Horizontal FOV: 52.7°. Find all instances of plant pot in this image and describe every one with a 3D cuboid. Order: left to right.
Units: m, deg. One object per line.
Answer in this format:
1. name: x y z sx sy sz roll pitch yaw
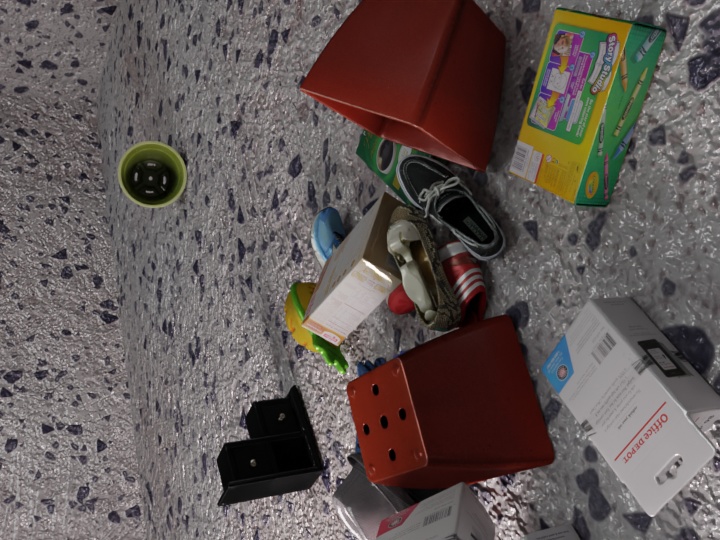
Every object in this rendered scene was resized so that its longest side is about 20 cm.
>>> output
1. plant pot: -0.651 -0.292 2.269 0.190 0.200 0.200 -171 82 -72
2. plant pot: 0.079 -0.264 0.957 0.200 0.200 0.177 27 96 34
3. plant pot: 0.099 0.188 0.961 0.200 0.176 0.200 -36 63 49

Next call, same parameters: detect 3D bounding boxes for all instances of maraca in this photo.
1. maraca: -0.075 0.102 1.332 0.107 0.137 0.200 -37 51 13

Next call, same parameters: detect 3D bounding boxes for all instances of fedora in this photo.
1. fedora: 0.029 0.367 1.082 0.177 0.090 0.200 21 149 55

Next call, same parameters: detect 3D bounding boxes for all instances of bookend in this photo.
1. bookend: -0.205 0.351 1.477 0.092 0.198 0.200 -60 41 44

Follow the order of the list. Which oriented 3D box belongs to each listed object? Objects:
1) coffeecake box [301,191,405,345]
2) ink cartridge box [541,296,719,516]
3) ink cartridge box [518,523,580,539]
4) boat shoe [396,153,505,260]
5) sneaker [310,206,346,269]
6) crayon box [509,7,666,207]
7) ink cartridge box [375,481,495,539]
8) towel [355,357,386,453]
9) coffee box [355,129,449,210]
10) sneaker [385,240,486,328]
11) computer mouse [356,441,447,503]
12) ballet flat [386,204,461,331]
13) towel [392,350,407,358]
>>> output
1. coffeecake box: 0.000 0.000 1.134 0.200 0.073 0.154 -47 18 44
2. ink cartridge box: 0.291 0.137 0.760 0.200 0.067 0.116 60 139 40
3. ink cartridge box: 0.235 0.426 0.844 0.200 0.083 0.145 61 139 39
4. boat shoe: 0.116 -0.094 0.990 0.074 0.068 0.199 -39 68 6
5. sneaker: -0.026 -0.025 1.314 0.090 0.078 0.200 -28 71 38
6. crayon box: 0.253 -0.186 0.829 0.119 0.058 0.200 42 125 51
7. ink cartridge box: 0.082 0.375 0.898 0.146 0.200 0.085 -33 97 22
8. towel: 0.027 0.254 1.202 0.112 0.048 0.200 -137 47 -60
9. coffee box: 0.068 -0.196 1.157 0.200 0.044 0.123 50 130 47
10. sneaker: 0.108 0.048 1.063 0.200 0.078 0.116 -47 50 51
11. computer mouse: 0.085 0.315 1.080 0.200 0.053 0.139 37 159 28
12. ballet flat: 0.076 -0.009 0.999 0.068 0.075 0.200 -34 67 33
13. towel: 0.105 0.224 1.131 0.145 0.024 0.200 -12 82 57
